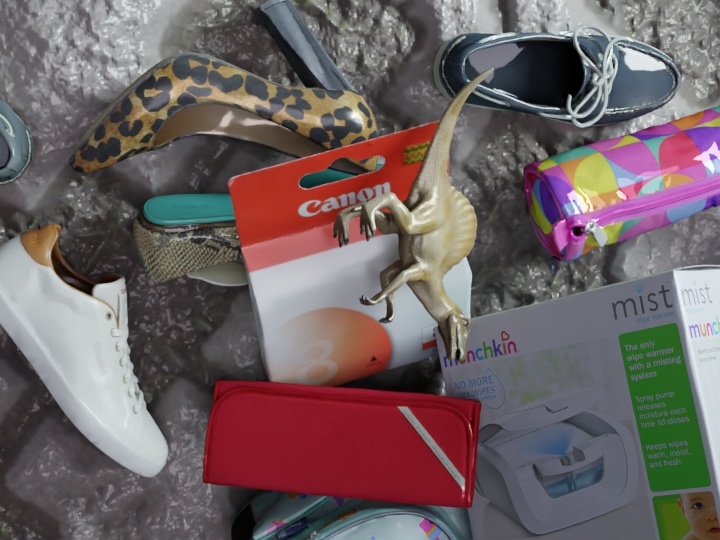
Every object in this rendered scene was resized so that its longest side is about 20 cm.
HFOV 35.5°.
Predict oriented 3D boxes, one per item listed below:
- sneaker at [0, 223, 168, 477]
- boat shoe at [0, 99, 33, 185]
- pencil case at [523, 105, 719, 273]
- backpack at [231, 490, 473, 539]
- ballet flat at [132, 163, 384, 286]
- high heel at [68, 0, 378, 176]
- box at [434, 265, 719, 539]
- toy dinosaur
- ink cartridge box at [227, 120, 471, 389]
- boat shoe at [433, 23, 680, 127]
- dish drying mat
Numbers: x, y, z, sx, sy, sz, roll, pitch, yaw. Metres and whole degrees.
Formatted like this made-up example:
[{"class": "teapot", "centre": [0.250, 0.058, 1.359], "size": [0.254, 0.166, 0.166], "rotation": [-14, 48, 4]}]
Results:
[{"class": "sneaker", "centre": [-0.185, 0.057, 0.806], "size": [0.084, 0.073, 0.201], "rotation": [-35, 106, -1]}, {"class": "boat shoe", "centre": [-0.304, -0.128, 0.744], "size": [0.200, 0.062, 0.073], "rotation": [39, 92, -18]}, {"class": "pencil case", "centre": [0.223, -0.067, 0.867], "size": [0.198, 0.088, 0.089], "rotation": [-20, 106, -9]}, {"class": "backpack", "centre": [0.021, 0.217, 0.851], "size": [0.199, 0.153, 0.177], "rotation": [-34, 102, -10]}, {"class": "ballet flat", "centre": [-0.065, -0.028, 0.825], "size": [0.198, 0.068, 0.076], "rotation": [-11, 124, -11]}, {"class": "high heel", "centre": [-0.089, -0.086, 0.783], "size": [0.199, 0.071, 0.143], "rotation": [-35, 89, -11]}, {"class": "box", "centre": [0.168, 0.103, 0.773], "size": [0.096, 0.199, 0.178], "rotation": [-3, 81, -47]}, {"class": "toy dinosaur", "centre": [0.038, -0.035, 0.757], "size": [0.100, 0.058, 0.202], "rotation": [-10, 111, -27]}, {"class": "ink cartridge box", "centre": [0.000, 0.000, 0.800], "size": [0.161, 0.050, 0.201], "rotation": [-16, 141, -9]}, {"class": "boat shoe", "centre": [0.156, -0.148, 0.844], "size": [0.198, 0.062, 0.076], "rotation": [6, 99, -15]}, {"class": "dish drying mat", "centre": [-0.016, 0.121, 0.796], "size": [0.198, 0.018, 0.078], "rotation": [3, 78, 15]}]
